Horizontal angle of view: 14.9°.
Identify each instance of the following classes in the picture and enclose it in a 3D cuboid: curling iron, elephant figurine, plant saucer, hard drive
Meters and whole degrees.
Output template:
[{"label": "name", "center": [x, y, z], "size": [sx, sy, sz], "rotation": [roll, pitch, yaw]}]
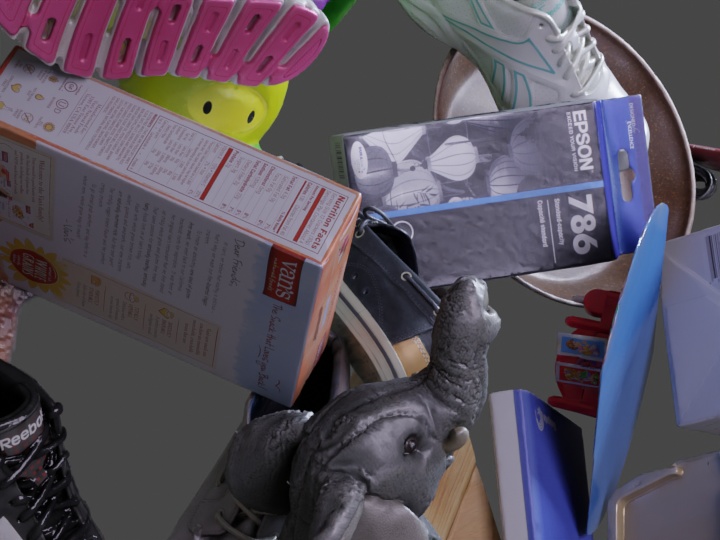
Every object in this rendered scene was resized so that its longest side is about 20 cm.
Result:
[{"label": "curling iron", "center": [0.276, -0.048, 1.760], "size": [0.026, 0.199, 0.050], "rotation": [50, 54, -62]}, {"label": "elephant figurine", "center": [0.000, 0.117, 1.410], "size": [0.155, 0.141, 0.200], "rotation": [-56, 140, -41]}, {"label": "plant saucer", "center": [0.121, -0.068, 1.729], "size": [0.200, 0.037, 0.201], "rotation": [12, 66, -29]}, {"label": "hard drive", "center": [0.112, 0.180, 1.603], "size": [0.132, 0.025, 0.201], "rotation": [35, 47, -66]}]

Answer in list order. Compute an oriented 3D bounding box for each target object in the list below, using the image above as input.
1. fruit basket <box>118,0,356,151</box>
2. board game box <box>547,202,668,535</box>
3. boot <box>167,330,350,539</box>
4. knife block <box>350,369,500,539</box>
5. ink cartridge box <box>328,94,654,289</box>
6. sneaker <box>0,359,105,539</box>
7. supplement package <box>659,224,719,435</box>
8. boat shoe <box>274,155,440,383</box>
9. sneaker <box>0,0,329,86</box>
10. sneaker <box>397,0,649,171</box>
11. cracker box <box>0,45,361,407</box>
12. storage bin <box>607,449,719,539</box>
[{"label": "fruit basket", "center": [-0.086, -0.149, 1.557], "size": [0.215, 0.156, 0.216], "rotation": [20, 46, -22]}, {"label": "board game box", "center": [0.141, 0.052, 1.636], "size": [0.039, 0.200, 0.158], "rotation": [13, 44, 13]}, {"label": "boot", "center": [-0.061, 0.121, 1.489], "size": [0.073, 0.096, 0.200], "rotation": [19, 54, 5]}, {"label": "knife block", "center": [-0.010, 0.149, 1.546], "size": [0.175, 0.064, 0.201], "rotation": [-11, 81, -38]}, {"label": "ink cartridge box", "center": [0.085, -0.046, 1.640], "size": [0.199, 0.039, 0.100], "rotation": [-10, 94, -14]}, {"label": "sneaker", "center": [-0.180, 0.109, 1.419], "size": [0.201, 0.098, 0.071], "rotation": [53, 51, -10]}, {"label": "supplement package", "center": [0.293, 0.040, 1.734], "size": [0.200, 0.121, 0.120], "rotation": [14, 64, -50]}, {"label": "boat shoe", "center": [0.000, 0.000, 1.552], "size": [0.062, 0.200, 0.075], "rotation": [-27, 134, -9]}, {"label": "sneaker", "center": [-0.116, -0.149, 1.432], "size": [0.199, 0.074, 0.088], "rotation": [6, 34, -33]}, {"label": "sneaker", "center": [0.108, -0.136, 1.676], "size": [0.200, 0.080, 0.071], "rotation": [43, 54, -15]}, {"label": "cracker box", "center": [-0.106, -0.022, 1.443], "size": [0.199, 0.134, 0.058], "rotation": [24, 54, 7]}, {"label": "storage bin", "center": [0.245, 0.230, 1.659], "size": [0.200, 0.094, 0.199], "rotation": [21, 61, -40]}]
